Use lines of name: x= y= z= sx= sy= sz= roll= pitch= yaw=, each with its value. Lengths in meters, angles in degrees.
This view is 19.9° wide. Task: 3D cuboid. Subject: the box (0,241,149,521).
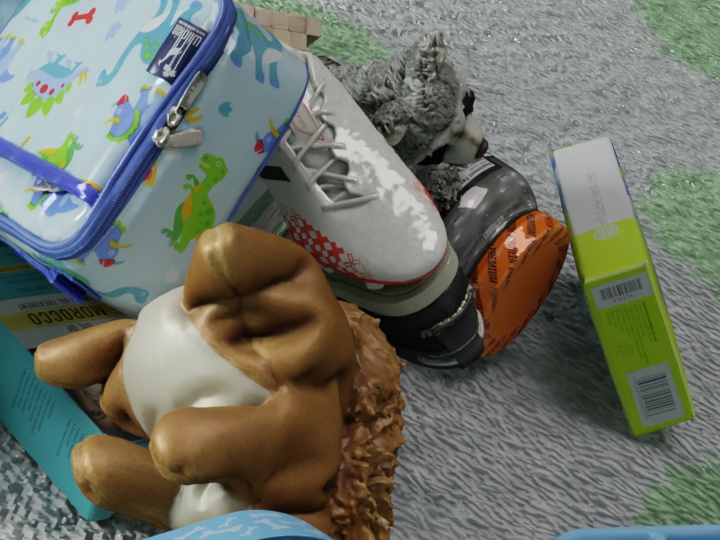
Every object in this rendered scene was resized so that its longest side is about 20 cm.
box: x=-0.159 y=0.046 z=1.085 sx=0.082 sy=0.049 sz=0.200 roll=-8 pitch=40 yaw=-44

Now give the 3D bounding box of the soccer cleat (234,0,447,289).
soccer cleat: x=-0.026 y=-0.067 z=1.061 sx=0.069 sy=0.085 sz=0.200 roll=-31 pitch=51 yaw=-12

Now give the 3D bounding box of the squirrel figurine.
squirrel figurine: x=-0.036 y=0.102 z=0.954 sx=0.200 sy=0.142 sz=0.187 roll=16 pitch=52 yaw=-53

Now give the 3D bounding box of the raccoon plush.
raccoon plush: x=-0.019 y=-0.090 z=1.178 sx=0.200 sy=0.097 sz=0.134 roll=6 pitch=-16 yaw=15

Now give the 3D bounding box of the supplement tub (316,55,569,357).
supplement tub: x=0.024 y=-0.038 z=1.290 sx=0.200 sy=0.123 sz=0.123 roll=35 pitch=30 yaw=21

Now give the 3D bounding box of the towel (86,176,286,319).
towel: x=-0.135 y=-0.060 z=1.134 sx=0.200 sy=0.031 sz=0.149 roll=30 pitch=58 yaw=15

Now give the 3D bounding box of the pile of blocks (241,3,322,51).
pile of blocks: x=-0.108 y=-0.120 z=1.349 sx=0.200 sy=0.062 sz=0.082 roll=-8 pitch=-17 yaw=42

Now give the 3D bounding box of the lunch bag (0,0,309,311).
lunch bag: x=-0.126 y=-0.072 z=1.019 sx=0.082 sy=0.161 sz=0.200 roll=36 pitch=-5 yaw=-36

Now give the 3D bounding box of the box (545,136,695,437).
box: x=0.166 y=0.002 z=1.328 sx=0.048 sy=0.122 sz=0.200 roll=-17 pitch=28 yaw=8

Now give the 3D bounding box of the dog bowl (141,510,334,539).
dog bowl: x=-0.084 y=0.161 z=0.836 sx=0.200 sy=0.112 sz=0.050 roll=-16 pitch=22 yaw=-11

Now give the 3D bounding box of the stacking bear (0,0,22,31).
stacking bear: x=-0.248 y=-0.136 z=1.275 sx=0.200 sy=0.114 sz=0.121 roll=25 pitch=27 yaw=15

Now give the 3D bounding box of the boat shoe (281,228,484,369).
boat shoe: x=0.000 y=0.000 z=1.130 sx=0.068 sy=0.072 sz=0.200 roll=50 pitch=-10 yaw=-33

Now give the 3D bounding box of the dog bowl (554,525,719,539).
dog bowl: x=0.165 y=0.181 z=1.067 sx=0.200 sy=0.050 sz=0.111 roll=4 pitch=33 yaw=-33
